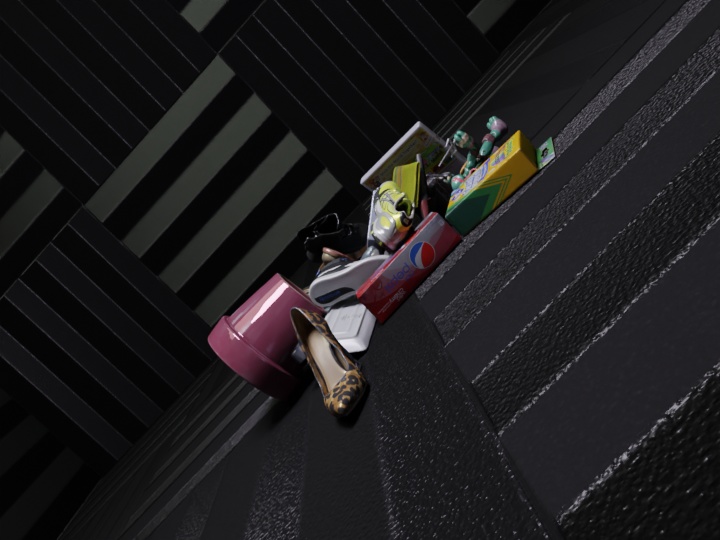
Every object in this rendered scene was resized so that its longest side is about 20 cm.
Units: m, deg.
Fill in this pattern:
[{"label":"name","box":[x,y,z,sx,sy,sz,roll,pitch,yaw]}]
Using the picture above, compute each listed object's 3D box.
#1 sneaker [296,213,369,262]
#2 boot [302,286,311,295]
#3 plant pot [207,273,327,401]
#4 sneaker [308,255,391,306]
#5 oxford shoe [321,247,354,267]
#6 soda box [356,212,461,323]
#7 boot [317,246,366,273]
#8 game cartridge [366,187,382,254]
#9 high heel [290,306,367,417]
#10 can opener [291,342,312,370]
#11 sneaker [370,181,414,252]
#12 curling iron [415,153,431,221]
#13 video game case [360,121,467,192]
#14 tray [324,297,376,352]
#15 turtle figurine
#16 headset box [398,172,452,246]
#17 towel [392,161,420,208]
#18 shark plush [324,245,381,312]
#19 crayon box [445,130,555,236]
[{"label":"sneaker","box":[-0.049,-0.078,1.346,0.197,0.060,0.105,-25,-29,-30]},{"label":"boot","box":[-0.132,0.149,1.349,0.139,0.076,0.203,-84,15,-58]},{"label":"plant pot","box":[-0.163,0.116,1.226,0.180,0.199,0.200,-53,9,-2]},{"label":"sneaker","box":[0.000,0.000,1.205,0.196,0.074,0.112,-14,20,7]},{"label":"oxford shoe","box":[-0.043,0.013,1.337,0.075,0.070,0.200,-62,-23,-12]},{"label":"soda box","box":[0.081,-0.007,1.105,0.200,0.063,0.070,-47,8,3]},{"label":"boot","box":[-0.075,-0.013,1.844,0.200,0.077,0.155,-49,10,-31]},{"label":"game cartridge","box":[0.037,-0.074,1.370,0.200,0.040,0.136,84,-164,-72]},{"label":"high heel","box":[-0.059,0.127,0.910,0.071,0.143,0.200,-44,9,8]},{"label":"can opener","box":[-0.046,0.119,1.175,0.064,0.079,0.200,-48,-3,39]},{"label":"sneaker","box":[0.069,-0.110,1.171,0.076,0.075,0.202,-40,25,26]},{"label":"curling iron","box":[0.126,-0.128,1.192,0.050,0.025,0.204,-41,48,53]},{"label":"video game case","box":[0.128,-0.206,1.398,0.199,0.180,0.023,-39,30,37]},{"label":"tray","box":[-0.025,0.092,1.136,0.105,0.023,0.201,-7,21,13]},{"label":"turtle figurine","box":[0.213,-0.207,1.242,0.200,0.101,0.150,-42,-12,-31]},{"label":"headset box","box":[0.127,-0.114,1.325,0.148,0.075,0.200,-44,10,16]},{"label":"towel","box":[0.088,-0.169,1.280,0.200,0.018,0.088,-145,56,-80]},{"label":"shark plush","box":[-0.019,0.037,1.299,0.199,0.083,0.091,-37,11,33]},{"label":"crayon box","box":[0.235,-0.160,1.089,0.200,0.052,0.126,-42,10,26]}]
